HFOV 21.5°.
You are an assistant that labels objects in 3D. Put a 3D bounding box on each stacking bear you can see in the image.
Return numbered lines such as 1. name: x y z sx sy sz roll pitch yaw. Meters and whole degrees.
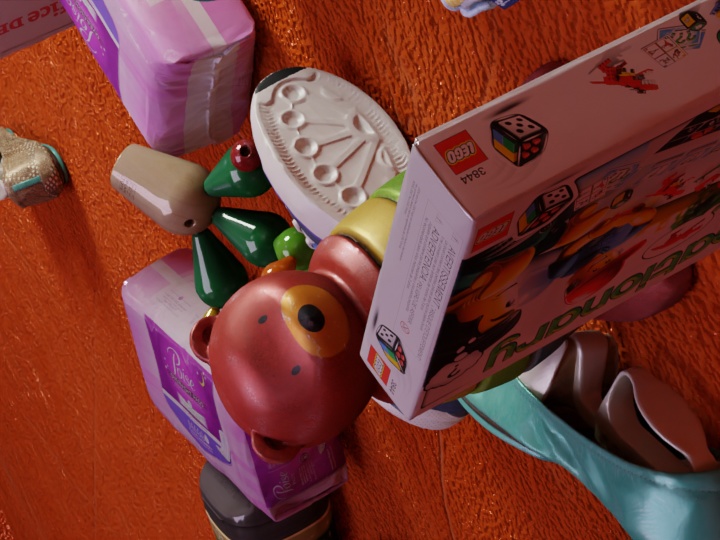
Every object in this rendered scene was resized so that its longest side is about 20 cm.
1. stacking bear: 0.025 0.011 0.839 0.122 0.199 0.114 59 159 11

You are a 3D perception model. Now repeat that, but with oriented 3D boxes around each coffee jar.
1. coffee jar: -0.056 0.225 1.439 0.104 0.085 0.201 38 148 55

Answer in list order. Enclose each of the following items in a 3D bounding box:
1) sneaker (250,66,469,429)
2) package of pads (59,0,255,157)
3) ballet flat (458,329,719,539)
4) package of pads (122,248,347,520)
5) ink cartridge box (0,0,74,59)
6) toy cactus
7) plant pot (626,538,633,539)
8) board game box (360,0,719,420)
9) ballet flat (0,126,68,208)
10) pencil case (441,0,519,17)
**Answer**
1. sneaker: 0.000 0.000 1.051 0.200 0.080 0.147 48 151 23
2. package of pads: -0.140 -0.179 1.188 0.201 0.075 0.121 56 157 19
3. ballet flat: 0.117 0.069 0.900 0.200 0.067 0.071 39 124 48
4. package of pads: -0.093 0.077 1.349 0.200 0.075 0.121 36 147 52
5. ink cartridge box: -0.256 -0.251 1.282 0.083 0.145 0.201 47 153 35
6. toy cactus: -0.082 -0.020 1.159 0.164 0.102 0.201 28 143 13
7. plant pot: 0.131 0.237 0.911 0.200 0.199 0.191 115 139 -64
8. board game box: 0.096 -0.035 0.615 0.035 0.199 0.126 54 157 22
9. ballet flat: -0.331 -0.093 1.754 0.200 0.065 0.071 8 122 66
10. pencil case: 0.035 -0.201 0.733 0.090 0.083 0.201 -23 92 47
